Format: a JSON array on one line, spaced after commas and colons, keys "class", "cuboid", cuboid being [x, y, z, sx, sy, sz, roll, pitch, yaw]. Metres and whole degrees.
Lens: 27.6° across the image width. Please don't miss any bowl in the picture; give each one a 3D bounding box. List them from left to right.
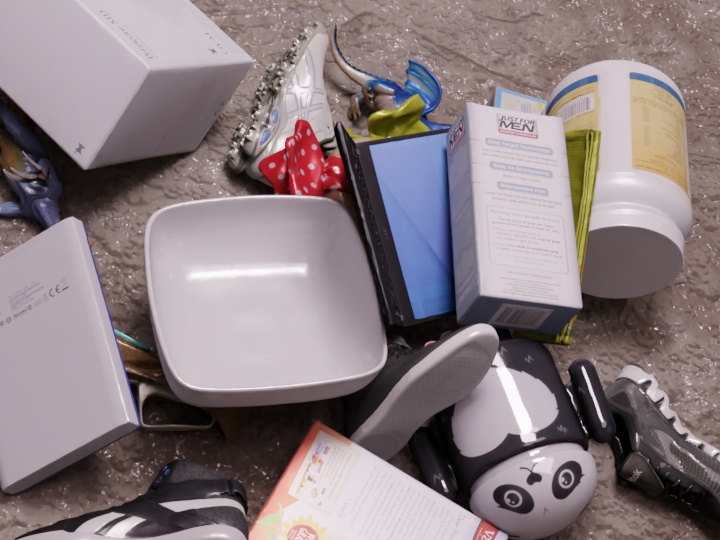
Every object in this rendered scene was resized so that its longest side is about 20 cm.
[{"class": "bowl", "cuboid": [-0.088, 0.034, 1.271, 0.197, 0.075, 0.202, -3, 56, -16]}]

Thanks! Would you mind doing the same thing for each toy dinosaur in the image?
[{"class": "toy dinosaur", "cuboid": [-0.296, -0.092, 1.356, 0.182, 0.105, 0.200, 47, 44, -7]}]

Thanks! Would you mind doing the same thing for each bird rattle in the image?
[{"class": "bird rattle", "cuboid": [0.010, -0.085, 1.395, 0.163, 0.113, 0.199, 50, 36, 11]}]

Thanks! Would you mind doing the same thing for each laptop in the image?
[{"class": "laptop", "cuboid": [0.055, -0.046, 1.313, 0.102, 0.200, 0.179, -16, 85, 4]}]

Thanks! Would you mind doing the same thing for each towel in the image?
[{"class": "towel", "cuboid": [0.182, -0.032, 1.372, 0.018, 0.086, 0.202, 11, 86, -28]}]

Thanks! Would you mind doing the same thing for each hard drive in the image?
[{"class": "hard drive", "cuboid": [-0.269, 0.071, 1.247, 0.131, 0.025, 0.201, -28, 63, 14]}]

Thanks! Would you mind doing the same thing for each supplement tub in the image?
[{"class": "supplement tub", "cuboid": [0.253, -0.090, 1.448, 0.143, 0.145, 0.202, 12, 56, -10]}]

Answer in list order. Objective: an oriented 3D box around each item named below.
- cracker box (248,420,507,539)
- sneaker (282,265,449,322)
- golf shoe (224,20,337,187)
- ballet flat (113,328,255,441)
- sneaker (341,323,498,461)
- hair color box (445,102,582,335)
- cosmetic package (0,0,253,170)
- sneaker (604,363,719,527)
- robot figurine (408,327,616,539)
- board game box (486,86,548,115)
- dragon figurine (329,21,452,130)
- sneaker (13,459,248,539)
[{"class": "cracker box", "cuboid": [0.010, 0.240, 1.255, 0.199, 0.058, 0.134, 30, 55, 4]}, {"class": "sneaker", "cuboid": [0.000, 0.000, 1.395, 0.198, 0.077, 0.085, 9, 59, -13]}, {"class": "golf shoe", "cuboid": [-0.062, -0.161, 1.494, 0.097, 0.078, 0.201, 33, 58, -16]}, {"class": "ballet flat", "cuboid": [-0.190, 0.099, 1.287, 0.198, 0.068, 0.073, 22, 73, -8]}, {"class": "sneaker", "cuboid": [0.041, 0.080, 1.289, 0.070, 0.200, 0.100, 14, 46, -35]}, {"class": "hair color box", "cuboid": [0.137, -0.048, 1.333, 0.098, 0.061, 0.202, 7, 61, -16]}, {"class": "cosmetic package", "cuboid": [-0.242, -0.211, 1.371, 0.199, 0.123, 0.200, 43, 24, 11]}, {"class": "sneaker", "cuboid": [0.287, 0.185, 1.377, 0.090, 0.067, 0.200, -29, 67, -28]}, {"class": "robot figurine", "cuboid": [0.134, 0.141, 1.315, 0.124, 0.150, 0.201, 4, 54, -39]}, {"class": "board game box", "cuboid": [0.193, -0.091, 1.540, 0.133, 0.034, 0.202, 15, 55, -8]}, {"class": "dragon figurine", "cuboid": [0.045, -0.178, 1.532, 0.099, 0.059, 0.201, -26, 73, -31]}, {"class": "sneaker", "cuboid": [-0.189, 0.212, 1.212, 0.198, 0.074, 0.112, -3, 32, -1]}]
